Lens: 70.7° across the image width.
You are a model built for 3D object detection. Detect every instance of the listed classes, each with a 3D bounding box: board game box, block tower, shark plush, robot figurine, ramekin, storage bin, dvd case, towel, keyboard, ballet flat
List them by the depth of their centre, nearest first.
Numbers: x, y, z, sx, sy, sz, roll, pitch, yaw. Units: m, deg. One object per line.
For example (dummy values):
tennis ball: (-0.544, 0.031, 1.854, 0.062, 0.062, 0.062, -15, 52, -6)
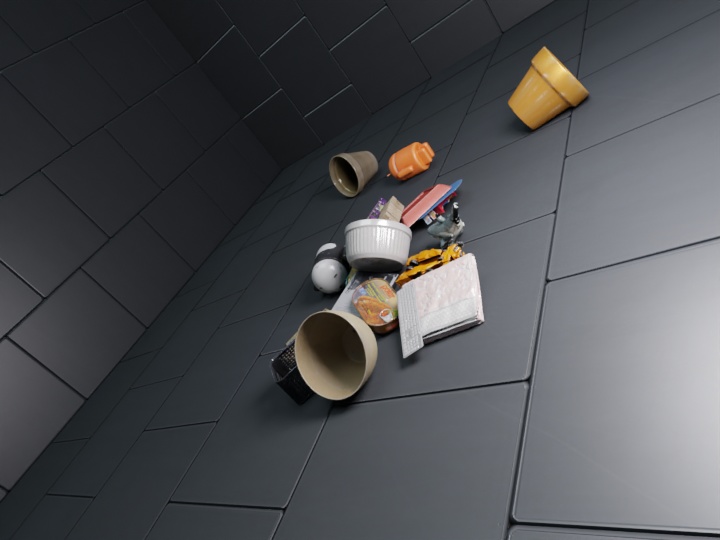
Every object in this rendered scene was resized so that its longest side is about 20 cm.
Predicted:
towel: (0.183, 0.069, 1.175, 0.199, 0.032, 0.192, -26, 41, 28)
keyboard: (0.112, 0.110, 1.178, 0.056, 0.011, 0.201, -33, 36, 26)
robot figurine: (0.190, -0.011, 1.331, 0.199, 0.058, 0.146, -17, 32, 44)
storage bin: (-0.130, 0.232, 1.336, 0.200, 0.094, 0.135, -42, 23, -3)
shark plush: (0.224, -0.118, 1.352, 0.091, 0.083, 0.200, -49, -10, -5)
dvd case: (0.007, 0.081, 1.430, 0.149, 0.025, 0.201, 5, 48, 35)
ramekin: (0.049, -0.064, 1.474, 0.199, 0.199, 0.106, -13, 67, 47)
board game box: (0.253, -0.207, 1.606, 0.200, 0.039, 0.158, -40, 8, 13)
ballet flat: (0.000, 0.000, 1.608, 0.070, 0.071, 0.201, -29, 25, 24)
block tower: (0.095, -0.175, 1.612, 0.058, 0.054, 0.200, -47, 10, 24)
board game box: (0.021, -0.146, 1.658, 0.120, 0.032, 0.201, -58, 3, 40)
robot figurine: (-0.094, -0.010, 1.687, 0.123, 0.152, 0.201, 2, 31, 3)
robot figurine: (0.195, -0.431, 2.013, 0.199, 0.116, 0.145, -21, 69, 38)

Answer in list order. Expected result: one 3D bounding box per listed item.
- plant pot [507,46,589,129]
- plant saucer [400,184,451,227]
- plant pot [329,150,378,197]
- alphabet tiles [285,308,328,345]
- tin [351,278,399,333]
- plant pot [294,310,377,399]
plant pot: (0.569, -0.552, 1.583, 0.183, 0.200, 0.201, -44, 18, 31)
plant saucer: (0.186, -0.207, 1.655, 0.200, 0.037, 0.200, -44, 7, -6)
plant pot: (-0.018, -0.464, 2.340, 0.173, 0.202, 0.199, -35, 17, -33)
alphabet tiles: (-0.156, 0.198, 1.549, 0.200, 0.006, 0.166, -46, 23, -14)
tin: (0.048, 0.091, 1.338, 0.111, 0.042, 0.200, -34, 34, -2)
plant pot: (-0.038, 0.185, 1.198, 0.199, 0.202, 0.134, -25, -7, 30)
